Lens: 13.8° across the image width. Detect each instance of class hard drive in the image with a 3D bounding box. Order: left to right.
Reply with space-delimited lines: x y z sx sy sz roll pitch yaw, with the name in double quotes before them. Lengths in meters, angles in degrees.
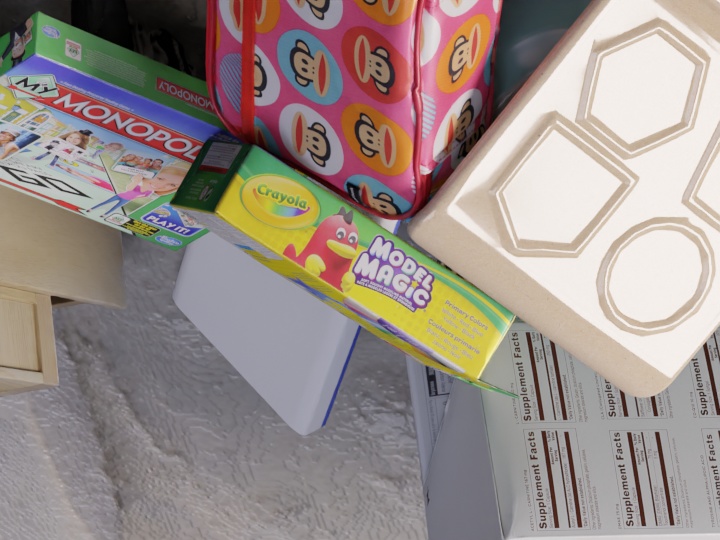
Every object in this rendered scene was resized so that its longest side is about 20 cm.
"hard drive" -0.045 -0.014 1.773 0.132 0.025 0.201 45 139 24

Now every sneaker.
"sneaker" -0.123 -0.109 1.717 0.088 0.075 0.200 -2 154 -1

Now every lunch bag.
"lunch bag" -0.014 -0.141 1.530 0.176 0.082 0.201 30 139 28

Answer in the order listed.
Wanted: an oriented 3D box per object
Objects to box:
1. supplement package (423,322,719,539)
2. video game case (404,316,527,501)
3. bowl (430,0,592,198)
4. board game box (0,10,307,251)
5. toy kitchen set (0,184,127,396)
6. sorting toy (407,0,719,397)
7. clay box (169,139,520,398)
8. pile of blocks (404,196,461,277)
"supplement package" 0.154 0.140 1.740 0.198 0.148 0.192 -1 146 -9
"video game case" 0.121 0.075 1.793 0.181 0.023 0.201 -6 145 1
"bowl" 0.115 -0.081 1.617 0.199 0.105 0.202 -1 116 -1
"board game box" -0.140 -0.075 1.670 0.199 0.029 0.134 21 147 -36
"toy kitchen set" -0.259 -0.016 1.795 0.179 0.202 0.163 -11 169 24
"sorting toy" 0.147 -0.050 1.551 0.185 0.037 0.200 35 104 -29
"clay box" 0.000 0.000 1.614 0.199 0.048 0.115 32 175 -16
"pile of blocks" 0.073 -0.033 1.721 0.062 0.082 0.200 -12 127 41
